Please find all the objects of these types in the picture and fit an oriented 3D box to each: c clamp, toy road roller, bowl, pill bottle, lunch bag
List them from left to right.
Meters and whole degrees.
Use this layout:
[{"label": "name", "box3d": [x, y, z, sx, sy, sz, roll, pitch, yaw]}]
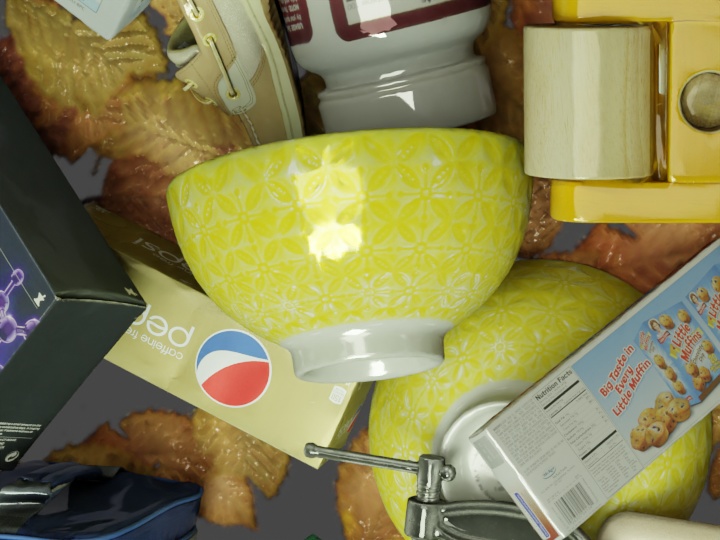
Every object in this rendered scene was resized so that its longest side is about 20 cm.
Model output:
[{"label": "lunch bag", "box3d": [-0.177, 0.175, 1.619, 0.135, 0.200, 0.133, 4, 97, 18]}, {"label": "bowl", "box3d": [0.000, 0.000, 1.528, 0.199, 0.200, 0.108, -10, 79, 15]}, {"label": "pill bottle", "box3d": [0.008, -0.173, 1.561, 0.114, 0.114, 0.201, -11, 97, 15]}, {"label": "c clamp", "box3d": [0.052, 0.196, 1.546, 0.170, 0.027, 0.201, 3, 97, 18]}, {"label": "bowl", "box3d": [0.091, 0.100, 1.590, 0.199, 0.108, 0.201, 2, 99, 13]}, {"label": "toy road roller", "box3d": [0.182, -0.093, 1.506, 0.199, 0.146, 0.123, 0, 97, -2]}]

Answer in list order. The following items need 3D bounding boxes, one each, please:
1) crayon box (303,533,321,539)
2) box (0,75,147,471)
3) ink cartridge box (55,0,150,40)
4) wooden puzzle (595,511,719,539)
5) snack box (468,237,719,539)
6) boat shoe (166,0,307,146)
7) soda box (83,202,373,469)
[{"label": "crayon box", "box3d": [-0.063, 0.231, 1.599, 0.058, 0.200, 0.119, 38, 106, 6]}, {"label": "box", "box3d": [-0.228, -0.008, 1.614, 0.141, 0.079, 0.200, -48, 59, 23]}, {"label": "ink cartridge box", "box3d": [-0.160, -0.245, 1.577, 0.160, 0.047, 0.200, 38, 138, 6]}, {"label": "wooden puzzle", "box3d": [0.216, 0.230, 1.581, 0.184, 0.037, 0.201, 9, 128, 12]}, {"label": "snack box", "box3d": [0.149, 0.063, 1.541, 0.072, 0.200, 0.024, 53, 149, 1]}, {"label": "boat shoe", "box3d": [-0.075, -0.130, 1.581, 0.066, 0.074, 0.201, -15, 121, 2]}, {"label": "soda box", "box3d": [-0.091, 0.036, 1.643, 0.199, 0.068, 0.064, 26, 105, 8]}]
